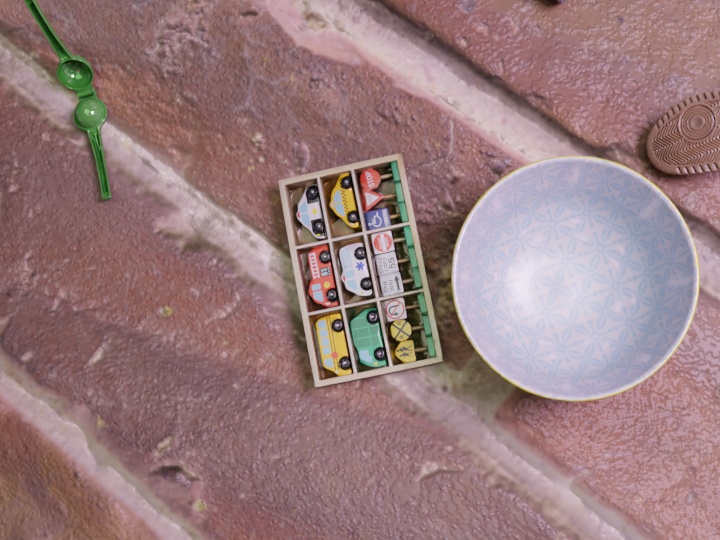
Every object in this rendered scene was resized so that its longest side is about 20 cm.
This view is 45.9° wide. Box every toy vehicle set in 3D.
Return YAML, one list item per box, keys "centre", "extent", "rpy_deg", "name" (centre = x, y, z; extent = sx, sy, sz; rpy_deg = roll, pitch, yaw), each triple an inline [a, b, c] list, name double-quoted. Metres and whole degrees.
- centre: [0.000, 0.000, 0.805]
  extent: [0.122, 0.027, 0.203]
  rpy_deg: [-12, 80, 6]
  name: "toy vehicle set"

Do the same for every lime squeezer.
- centre: [-0.280, -0.175, 0.857]
  extent: [0.037, 0.071, 0.203]
  rpy_deg: [-20, 108, -12]
  name: "lime squeezer"

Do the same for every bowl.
- centre: [0.179, 0.013, 0.736]
  extent: [0.197, 0.108, 0.204]
  rpy_deg: [-1, 80, 8]
  name: "bowl"

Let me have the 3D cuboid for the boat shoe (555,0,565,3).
- centre: [0.229, -0.353, 0.805]
  extent: [0.065, 0.074, 0.201]
  rpy_deg: [39, 87, 8]
  name: "boat shoe"

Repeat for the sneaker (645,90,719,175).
- centre: [0.364, -0.138, 0.761]
  extent: [0.198, 0.108, 0.071]
  rpy_deg: [-24, 79, 35]
  name: "sneaker"
